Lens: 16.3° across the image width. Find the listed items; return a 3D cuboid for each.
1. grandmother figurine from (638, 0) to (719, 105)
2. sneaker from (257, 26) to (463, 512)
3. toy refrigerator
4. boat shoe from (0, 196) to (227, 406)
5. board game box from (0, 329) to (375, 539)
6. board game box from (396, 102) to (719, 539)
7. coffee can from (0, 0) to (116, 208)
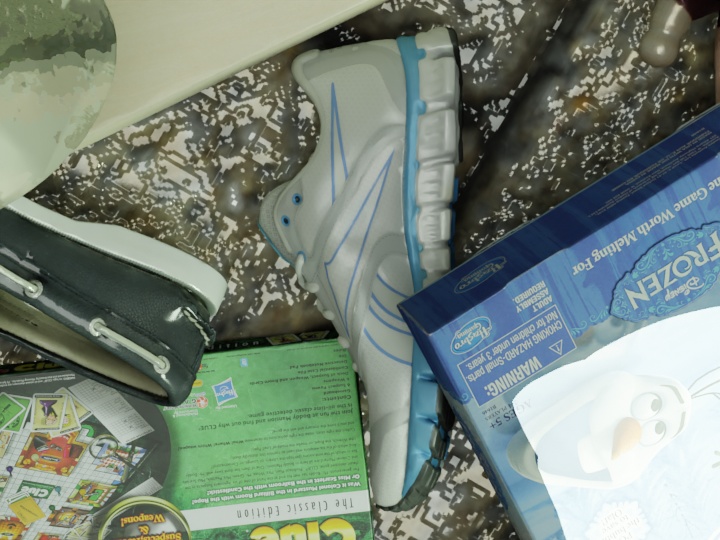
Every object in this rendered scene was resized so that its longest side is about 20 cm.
[{"bbox_3d":[0.170,-0.104,1.049,0.120,0.060,0.202,-6,99,-29],"label":"grandmother figurine"},{"bbox_3d":[0.000,0.000,1.050,0.086,0.075,0.202,0,85,5],"label":"sneaker"},{"bbox_3d":[-0.070,-0.114,1.026,0.199,0.070,0.076,-26,92,5],"label":"toy refrigerator"},{"bbox_3d":[-0.156,0.000,1.036,0.198,0.076,0.061,17,70,-2],"label":"boat shoe"},{"bbox_3d":[-0.096,0.087,1.089,0.198,0.023,0.106,-6,99,-1],"label":"board game box"},{"bbox_3d":[0.145,0.048,1.022,0.199,0.043,0.200,-31,115,-6],"label":"board game box"},{"bbox_3d":[-0.192,-0.130,0.932,0.146,0.146,0.201,-33,57,4],"label":"coffee can"}]
